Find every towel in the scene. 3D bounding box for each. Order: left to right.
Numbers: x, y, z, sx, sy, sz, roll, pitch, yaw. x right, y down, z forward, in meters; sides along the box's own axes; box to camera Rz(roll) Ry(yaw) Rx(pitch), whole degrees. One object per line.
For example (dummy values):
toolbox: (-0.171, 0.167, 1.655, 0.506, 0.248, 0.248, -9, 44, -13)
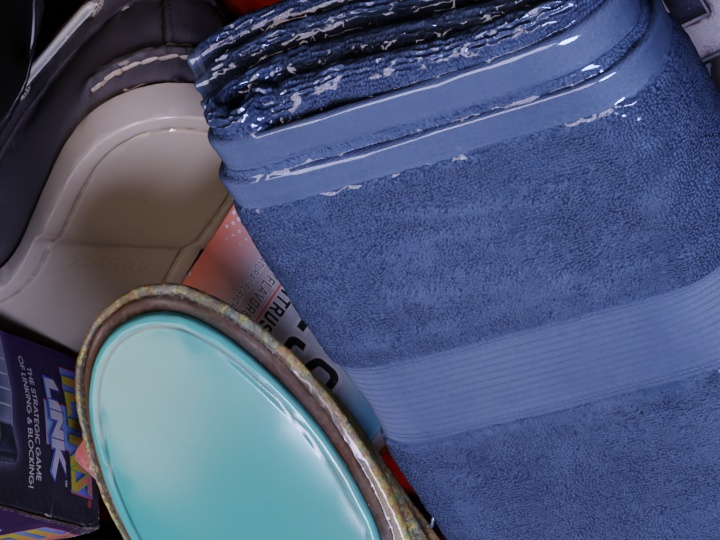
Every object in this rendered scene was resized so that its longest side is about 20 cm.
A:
towel: (0.051, 0.013, 0.661, 0.111, 0.049, 0.200, -13, 127, 26)

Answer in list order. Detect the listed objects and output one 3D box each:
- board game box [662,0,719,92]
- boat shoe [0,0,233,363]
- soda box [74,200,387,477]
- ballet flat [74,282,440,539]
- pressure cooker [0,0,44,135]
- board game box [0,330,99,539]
board game box: (0.115, -0.071, 0.647, 0.135, 0.035, 0.200, -21, 105, 42)
boat shoe: (-0.087, -0.017, 0.821, 0.200, 0.072, 0.063, -44, 46, 49)
soda box: (0.000, 0.000, 0.753, 0.068, 0.064, 0.200, 41, 134, 5)
ballet flat: (-0.001, 0.084, 0.724, 0.071, 0.071, 0.200, -29, 101, 42)
pressure cooker: (-0.208, -0.069, 0.775, 0.200, 0.179, 0.176, -23, 105, 40)
board game box: (-0.198, 0.054, 0.789, 0.199, 0.165, 0.057, -14, 73, 21)
